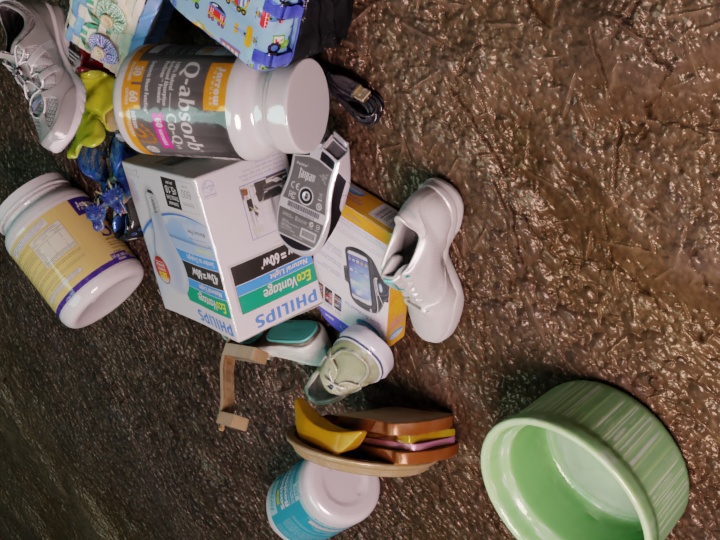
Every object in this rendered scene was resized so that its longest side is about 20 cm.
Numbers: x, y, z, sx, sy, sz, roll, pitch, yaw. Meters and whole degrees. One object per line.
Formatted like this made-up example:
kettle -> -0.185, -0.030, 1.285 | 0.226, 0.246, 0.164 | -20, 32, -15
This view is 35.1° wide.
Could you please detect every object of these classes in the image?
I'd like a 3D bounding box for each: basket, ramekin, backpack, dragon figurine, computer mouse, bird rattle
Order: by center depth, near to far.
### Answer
backpack -> -0.080, -0.312, 1.049 | 0.183, 0.134, 0.200 | 43, 141, 17
ramekin -> 0.227, 0.207, 1.132 | 0.200, 0.098, 0.201 | 30, 138, 32
computer mouse -> -0.040, -0.113, 1.200 | 0.109, 0.044, 0.201 | 27, 112, 28
basket -> -0.218, -0.278, 1.252 | 0.199, 0.139, 0.176 | 19, 144, -8
bird rattle -> -0.279, -0.199, 1.369 | 0.162, 0.200, 0.113 | 15, 113, -3
dragon figurine -> -0.309, -0.133, 1.403 | 0.099, 0.059, 0.201 | 58, -161, -65

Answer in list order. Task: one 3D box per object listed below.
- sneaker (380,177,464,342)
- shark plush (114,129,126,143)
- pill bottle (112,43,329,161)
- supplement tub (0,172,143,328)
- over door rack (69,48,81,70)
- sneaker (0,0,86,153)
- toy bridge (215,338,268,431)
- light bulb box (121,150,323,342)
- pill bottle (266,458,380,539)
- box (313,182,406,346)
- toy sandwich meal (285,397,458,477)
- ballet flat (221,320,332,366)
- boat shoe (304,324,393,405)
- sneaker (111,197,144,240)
sneaker -> 0.056, 0.003, 1.180 | 0.075, 0.088, 0.201 | 26, 136, 33
shark plush -> -0.175, -0.180, 1.270 | 0.199, 0.091, 0.084 | -13, 104, 25
pill bottle -> -0.141, -0.171, 1.156 | 0.199, 0.116, 0.117 | 6, 124, 25
supplement tub -> -0.434, -0.031, 1.692 | 0.200, 0.145, 0.145 | 50, 145, 7
over door rack -> -0.390, -0.206, 1.564 | 0.148, 0.067, 0.200 | 40, 142, 23
sneaker -> -0.361, -0.215, 1.252 | 0.075, 0.082, 0.201 | -40, 57, 34
toy bridge -> -0.146, 0.106, 1.436 | 0.067, 0.201, 0.027 | 5, 163, 46
light bulb box -> -0.164, -0.046, 1.341 | 0.198, 0.125, 0.201 | 16, 125, 54
pill bottle -> -0.061, 0.312, 1.553 | 0.111, 0.111, 0.200 | 52, 145, 5
box -> 0.000, 0.000, 1.290 | 0.119, 0.041, 0.200 | 34, 142, 29
toy sandwich meal -> 0.010, 0.187, 1.336 | 0.205, 0.205, 0.071 | 13, 98, 44
ballet flat -> -0.111, 0.092, 1.482 | 0.200, 0.069, 0.070 | 8, 124, 45
boat shoe -> -0.015, 0.120, 1.335 | 0.072, 0.062, 0.200 | 42, 157, 2
sneaker -> -0.270, -0.044, 1.512 | 0.073, 0.112, 0.201 | 10, 125, 47
